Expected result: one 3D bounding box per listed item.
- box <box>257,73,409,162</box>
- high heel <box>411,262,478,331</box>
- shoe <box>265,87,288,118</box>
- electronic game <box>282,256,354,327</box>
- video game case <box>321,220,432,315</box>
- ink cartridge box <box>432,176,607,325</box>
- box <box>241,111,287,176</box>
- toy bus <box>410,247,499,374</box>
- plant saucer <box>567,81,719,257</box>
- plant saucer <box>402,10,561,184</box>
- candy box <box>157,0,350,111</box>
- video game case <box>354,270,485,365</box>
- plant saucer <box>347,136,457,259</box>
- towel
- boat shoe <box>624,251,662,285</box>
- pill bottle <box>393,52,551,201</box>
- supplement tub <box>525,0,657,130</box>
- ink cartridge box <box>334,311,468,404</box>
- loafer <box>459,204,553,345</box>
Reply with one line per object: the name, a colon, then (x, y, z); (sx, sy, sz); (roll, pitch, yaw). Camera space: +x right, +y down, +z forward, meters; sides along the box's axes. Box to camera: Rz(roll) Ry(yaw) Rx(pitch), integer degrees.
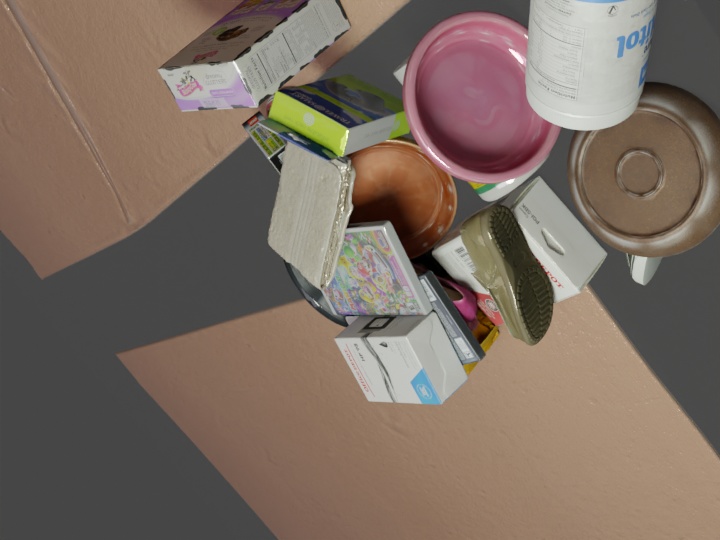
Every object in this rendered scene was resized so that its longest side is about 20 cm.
box: (-0.028, -0.204, 1.573); (0.122, 0.200, 0.048); (29, 119, 22)
high heel: (0.081, 0.019, 1.698); (0.200, 0.067, 0.096); (36, 166, 27)
shoe: (-0.082, -0.207, 1.733); (0.200, 0.091, 0.072); (15, 139, 39)
electronic game: (-0.040, 0.005, 1.852); (0.200, 0.200, 0.042); (46, 121, -4)
video game case: (0.000, 0.000, 1.676); (0.200, 0.018, 0.143); (-2, 121, 50)
ink cartridge box: (0.213, -0.023, 1.623); (0.147, 0.083, 0.200); (48, 149, -8)
box: (-0.096, -0.139, 1.796); (0.200, 0.035, 0.110); (53, 179, -43)
toy bus: (0.115, 0.075, 1.831); (0.200, 0.136, 0.192); (34, 164, 19)
plant saucer: (0.320, -0.111, 1.351); (0.200, 0.032, 0.201); (9, 106, 33)
plant saucer: (0.138, -0.198, 1.395); (0.201, 0.201, 0.051); (49, 162, -9)
candy box: (-0.141, -0.295, 1.590); (0.168, 0.200, 0.072); (6, 133, 46)
video game case: (0.075, 0.082, 1.701); (0.143, 0.019, 0.200); (56, 146, -9)
plant saucer: (0.036, -0.101, 1.688); (0.200, 0.032, 0.201); (-1, 123, -1)
towel: (-0.069, -0.089, 1.653); (0.133, 0.034, 0.200); (41, 129, 37)
boat shoe: (0.337, -0.073, 1.441); (0.064, 0.071, 0.200); (22, 135, 30)
pill bottle: (0.135, -0.194, 1.479); (0.200, 0.113, 0.113); (49, 149, -9)
supplement tub: (0.242, -0.263, 1.256); (0.132, 0.132, 0.200); (27, 146, 25)
ink cartridge box: (0.044, 0.125, 1.702); (0.200, 0.067, 0.116); (-6, 118, 51)
loafer: (0.188, 0.005, 1.538); (0.067, 0.076, 0.200); (3, 121, 49)
